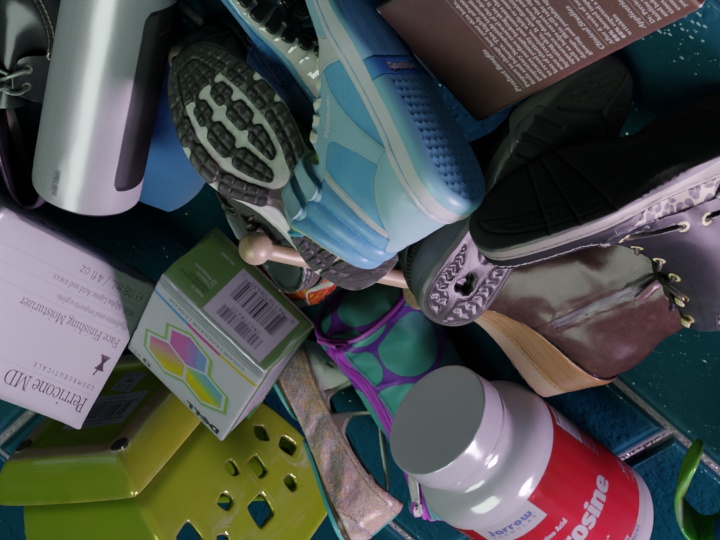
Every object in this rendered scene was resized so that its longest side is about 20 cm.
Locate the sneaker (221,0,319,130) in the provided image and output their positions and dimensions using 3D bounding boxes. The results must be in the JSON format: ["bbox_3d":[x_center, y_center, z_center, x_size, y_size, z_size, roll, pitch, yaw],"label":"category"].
[{"bbox_3d":[-0.059,-0.156,1.443,0.090,0.079,0.200,-11,124,47],"label":"sneaker"}]

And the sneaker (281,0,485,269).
[{"bbox_3d":[-0.016,-0.093,1.374,0.130,0.079,0.201,-38,65,33],"label":"sneaker"}]

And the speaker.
[{"bbox_3d":[-0.172,-0.142,1.489,0.081,0.081,0.201,23,122,13],"label":"speaker"}]

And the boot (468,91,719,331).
[{"bbox_3d":[0.179,-0.013,1.365,0.202,0.074,0.154,-23,132,-1],"label":"boot"}]

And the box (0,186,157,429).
[{"bbox_3d":[-0.297,0.001,1.636,0.199,0.131,0.199,29,180,35],"label":"box"}]

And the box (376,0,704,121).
[{"bbox_3d":[0.114,-0.175,1.300,0.100,0.075,0.199,46,139,-18],"label":"box"}]

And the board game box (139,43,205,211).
[{"bbox_3d":[-0.187,-0.133,1.593,0.199,0.039,0.159,20,134,14],"label":"board game box"}]

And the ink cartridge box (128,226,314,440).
[{"bbox_3d":[-0.113,0.059,1.641,0.104,0.059,0.200,44,152,5],"label":"ink cartridge box"}]

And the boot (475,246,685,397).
[{"bbox_3d":[0.133,-0.012,1.487,0.166,0.073,0.200,-32,108,37],"label":"boot"}]

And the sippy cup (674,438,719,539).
[{"bbox_3d":[0.314,0.161,1.485,0.140,0.177,0.131,-119,29,-43],"label":"sippy cup"}]

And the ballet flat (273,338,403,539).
[{"bbox_3d":[-0.022,0.110,1.699,0.201,0.067,0.068,65,-174,6],"label":"ballet flat"}]

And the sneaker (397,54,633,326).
[{"bbox_3d":[0.087,-0.071,1.403,0.076,0.114,0.200,25,108,-34],"label":"sneaker"}]

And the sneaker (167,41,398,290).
[{"bbox_3d":[-0.055,-0.074,1.459,0.077,0.089,0.200,-39,108,10],"label":"sneaker"}]

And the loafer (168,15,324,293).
[{"bbox_3d":[-0.083,-0.073,1.511,0.072,0.063,0.201,-11,104,40],"label":"loafer"}]

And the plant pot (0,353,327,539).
[{"bbox_3d":[-0.167,0.179,1.795,0.199,0.199,0.182,-7,122,41],"label":"plant pot"}]

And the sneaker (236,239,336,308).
[{"bbox_3d":[-0.051,-0.014,1.596,0.077,0.073,0.200,50,138,-11],"label":"sneaker"}]

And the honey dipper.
[{"bbox_3d":[0.000,0.000,1.510,0.199,0.038,0.038,12,158,-39],"label":"honey dipper"}]

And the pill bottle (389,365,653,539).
[{"bbox_3d":[0.114,0.150,1.576,0.112,0.113,0.200,-9,146,41],"label":"pill bottle"}]

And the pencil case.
[{"bbox_3d":[0.040,0.098,1.634,0.085,0.092,0.201,9,136,47],"label":"pencil case"}]

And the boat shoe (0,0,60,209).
[{"bbox_3d":[-0.234,-0.131,1.546,0.072,0.063,0.201,14,133,19],"label":"boat shoe"}]
